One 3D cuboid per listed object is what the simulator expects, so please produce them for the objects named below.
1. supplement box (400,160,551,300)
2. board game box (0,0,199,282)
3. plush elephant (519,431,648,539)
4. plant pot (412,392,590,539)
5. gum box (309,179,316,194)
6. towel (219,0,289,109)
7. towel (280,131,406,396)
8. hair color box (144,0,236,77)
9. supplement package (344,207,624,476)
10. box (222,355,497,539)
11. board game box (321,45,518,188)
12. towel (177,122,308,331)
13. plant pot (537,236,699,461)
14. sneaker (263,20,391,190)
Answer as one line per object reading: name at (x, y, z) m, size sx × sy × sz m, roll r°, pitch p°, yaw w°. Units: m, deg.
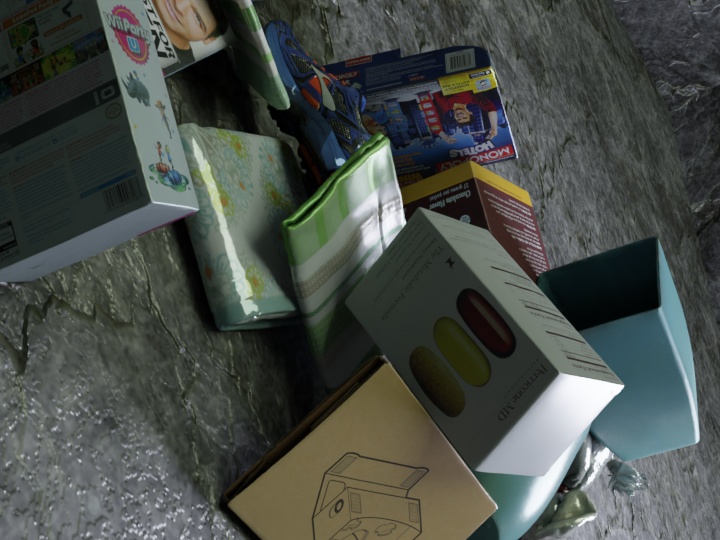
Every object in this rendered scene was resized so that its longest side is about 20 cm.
supplement box at (0.126, 0.009, 1.535) m, size 0.197 × 0.132 × 0.201 m, roll 16°, pitch 56°, yaw -63°
board game box at (-0.199, -0.110, 0.866) m, size 0.064 × 0.147 × 0.201 m, roll 0°, pitch 71°, yaw -65°
plush elephant at (0.206, 0.235, 1.538) m, size 0.200 × 0.165 × 0.155 m, roll 39°, pitch 64°, yaw 6°
plant pot at (0.095, 0.168, 1.264) m, size 0.201 × 0.200 × 0.161 m, roll 58°, pitch 43°, yaw -27°
gum box at (0.007, -0.033, 1.351) m, size 0.200 × 0.044 × 0.171 m, roll 54°, pitch 19°, yaw -52°
towel at (-0.122, -0.248, 1.209) m, size 0.201 × 0.023 × 0.153 m, roll 69°, pitch -10°, yaw -25°
towel at (0.000, 0.000, 1.193) m, size 0.149 × 0.031 × 0.201 m, roll -48°, pitch 141°, yaw -35°
hair color box at (-0.179, -0.203, 1.106) m, size 0.099 × 0.060 × 0.200 m, roll 65°, pitch 22°, yaw -11°
supplement package at (0.101, 0.060, 1.136) m, size 0.109 × 0.114 × 0.200 m, roll 14°, pitch 29°, yaw -50°
box at (0.005, 0.186, 1.097) m, size 0.200 × 0.163 × 0.021 m, roll 53°, pitch -9°, yaw -35°
board game box at (0.067, -0.157, 1.517) m, size 0.200 × 0.199 × 0.062 m, roll 65°, pitch 19°, yaw -51°
towel at (-0.092, -0.036, 1.186) m, size 0.200 × 0.048 × 0.172 m, roll -1°, pitch 70°, yaw -67°
plant pot at (0.294, 0.098, 1.490) m, size 0.201 × 0.141 × 0.142 m, roll 60°, pitch 24°, yaw -25°
sneaker at (-0.037, -0.154, 1.277) m, size 0.201 × 0.078 × 0.075 m, roll 62°, pitch -19°, yaw 21°
